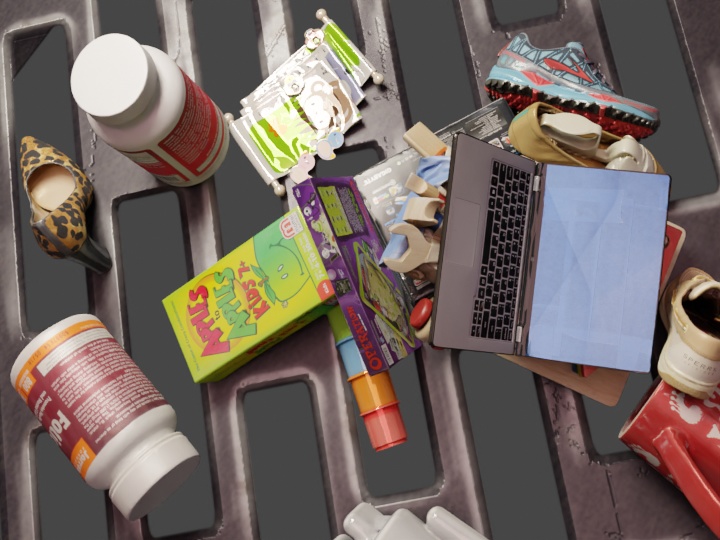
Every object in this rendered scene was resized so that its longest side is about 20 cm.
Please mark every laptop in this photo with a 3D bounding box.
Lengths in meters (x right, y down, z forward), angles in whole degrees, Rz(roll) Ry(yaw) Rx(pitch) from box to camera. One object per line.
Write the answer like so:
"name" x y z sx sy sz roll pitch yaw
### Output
"laptop" 0.176 -0.013 0.746 0.115 0.198 0.192 4 85 47

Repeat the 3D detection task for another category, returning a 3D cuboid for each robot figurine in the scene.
"robot figurine" 0.057 0.315 0.796 0.199 0.113 0.171 37 99 13

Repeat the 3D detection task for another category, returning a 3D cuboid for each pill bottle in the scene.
"pill bottle" -0.268 0.156 0.871 0.114 0.114 0.200 -43 75 -4
"pill bottle" -0.226 -0.172 0.893 0.110 0.200 0.115 -2 79 11

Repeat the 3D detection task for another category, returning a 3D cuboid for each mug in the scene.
"mug" 0.356 0.177 0.767 0.199 0.177 0.135 37 96 18

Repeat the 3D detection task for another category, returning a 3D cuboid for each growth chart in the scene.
"growth chart" -0.066 -0.197 0.978 0.145 0.018 0.200 43 87 15

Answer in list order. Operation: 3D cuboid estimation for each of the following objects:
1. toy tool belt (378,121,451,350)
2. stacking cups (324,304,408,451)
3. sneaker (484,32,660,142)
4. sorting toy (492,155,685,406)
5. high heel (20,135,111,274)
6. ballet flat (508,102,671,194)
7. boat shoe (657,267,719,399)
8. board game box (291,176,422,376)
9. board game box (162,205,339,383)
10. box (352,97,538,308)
"toy tool belt" 0.065 -0.037 0.816 0.121 0.125 0.203 27 72 -14
"stacking cups" -0.002 0.093 0.884 0.059 0.061 0.204 -16 77 3
"sneaker" 0.244 -0.211 0.914 0.197 0.079 0.097 22 78 11
"sorting toy" 0.214 0.010 0.839 0.197 0.070 0.202 23 89 0
"high heel" -0.356 -0.095 0.924 0.071 0.143 0.202 -34 76 -2
"ballet flat" 0.255 -0.123 0.873 0.196 0.063 0.070 18 64 -7
"boat shoe" 0.334 0.043 0.792 0.073 0.200 0.070 23 123 8
"board game box" 0.000 0.000 0.853 0.032 0.120 0.203 -24 87 26
"board game box" -0.112 0.029 0.884 0.198 0.047 0.103 -32 75 19
"box" 0.111 -0.075 0.914 0.197 0.046 0.161 -28 76 0
